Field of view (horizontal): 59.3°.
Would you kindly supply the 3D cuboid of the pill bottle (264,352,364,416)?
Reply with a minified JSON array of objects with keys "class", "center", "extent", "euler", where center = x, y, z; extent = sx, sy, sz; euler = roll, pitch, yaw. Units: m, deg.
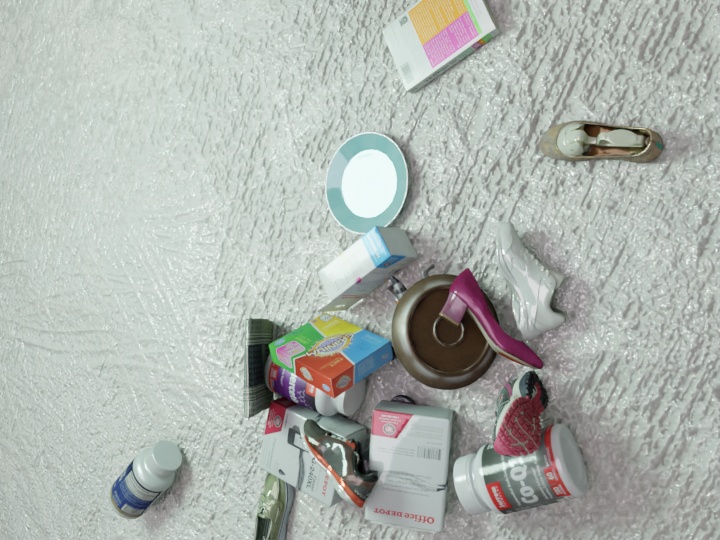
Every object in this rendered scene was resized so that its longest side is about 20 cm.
[{"class":"pill bottle","center":[-0.092,0.221,1.279],"extent":[0.197,0.112,0.115],"euler":[15,98,32]}]

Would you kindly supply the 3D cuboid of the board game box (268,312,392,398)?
[{"class":"board game box","center":[-0.058,0.155,1.208],"extent":[0.198,0.152,0.041],"euler":[18,127,46]}]

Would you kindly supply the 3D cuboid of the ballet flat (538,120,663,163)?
[{"class":"ballet flat","center":[0.376,-0.210,1.009],"extent":[0.196,0.067,0.070],"euler":[7,93,33]}]

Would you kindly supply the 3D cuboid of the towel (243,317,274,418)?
[{"class":"towel","center":[-0.214,0.197,1.312],"extent":[0.034,0.200,0.198],"euler":[-2,83,4]}]

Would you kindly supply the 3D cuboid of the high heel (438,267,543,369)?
[{"class":"high heel","center":[0.235,0.083,1.064],"extent":[0.198,0.067,0.097],"euler":[32,84,1]}]

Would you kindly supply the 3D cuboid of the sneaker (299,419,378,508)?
[{"class":"sneaker","center":[-0.034,0.334,1.154],"extent":[0.082,0.077,0.200],"euler":[-47,54,1]}]

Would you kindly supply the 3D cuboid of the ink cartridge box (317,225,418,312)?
[{"class":"ink cartridge box","center":[0.000,0.000,1.220],"extent":[0.199,0.114,0.069],"euler":[-37,71,26]}]

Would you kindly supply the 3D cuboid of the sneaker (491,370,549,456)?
[{"class":"sneaker","center":[0.248,0.238,1.016],"extent":[0.074,0.199,0.082],"euler":[-32,90,31]}]

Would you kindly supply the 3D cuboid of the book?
[{"class":"book","center":[0.145,-0.443,1.174],"extent":[0.198,0.048,0.136],"euler":[-27,77,31]}]

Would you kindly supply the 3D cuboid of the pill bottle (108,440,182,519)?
[{"class":"pill bottle","center":[-0.525,0.509,1.555],"extent":[0.200,0.110,0.112],"euler":[-47,67,23]}]

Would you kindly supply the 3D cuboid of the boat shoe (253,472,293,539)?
[{"class":"boat shoe","center":[-0.191,0.519,1.369],"extent":[0.071,0.062,0.205],"euler":[5,91,32]}]

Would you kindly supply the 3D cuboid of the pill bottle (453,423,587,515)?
[{"class":"pill bottle","center":[0.261,0.336,1.050],"extent":[0.198,0.113,0.116],"euler":[-27,76,29]}]

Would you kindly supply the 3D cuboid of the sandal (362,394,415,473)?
[{"class":"sandal","center":[0.056,0.339,1.229],"extent":[0.075,0.043,0.203],"euler":[30,97,16]}]

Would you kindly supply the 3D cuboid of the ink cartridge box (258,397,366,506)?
[{"class":"ink cartridge box","center":[-0.099,0.362,1.290],"extent":[0.197,0.083,0.149],"euler":[16,98,32]}]

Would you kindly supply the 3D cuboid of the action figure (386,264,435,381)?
[{"class":"action figure","center":[0.090,0.112,1.171],"extent":[0.197,0.104,0.198],"euler":[-24,72,31]}]

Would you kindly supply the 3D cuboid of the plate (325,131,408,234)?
[{"class":"plate","center":[0.014,-0.173,1.266],"extent":[0.196,0.025,0.205],"euler":[-1,88,32]}]

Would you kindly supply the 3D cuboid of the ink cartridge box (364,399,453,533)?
[{"class":"ink cartridge box","center":[0.090,0.354,1.155],"extent":[0.142,0.083,0.205],"euler":[5,92,12]}]

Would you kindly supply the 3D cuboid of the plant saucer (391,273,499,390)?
[{"class":"plant saucer","center":[0.152,0.105,1.104],"extent":[0.195,0.032,0.205],"euler":[1,81,-5]}]

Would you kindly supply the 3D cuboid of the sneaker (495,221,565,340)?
[{"class":"sneaker","center":[0.291,0.008,1.066],"extent":[0.098,0.078,0.204],"euler":[-20,88,24]}]
